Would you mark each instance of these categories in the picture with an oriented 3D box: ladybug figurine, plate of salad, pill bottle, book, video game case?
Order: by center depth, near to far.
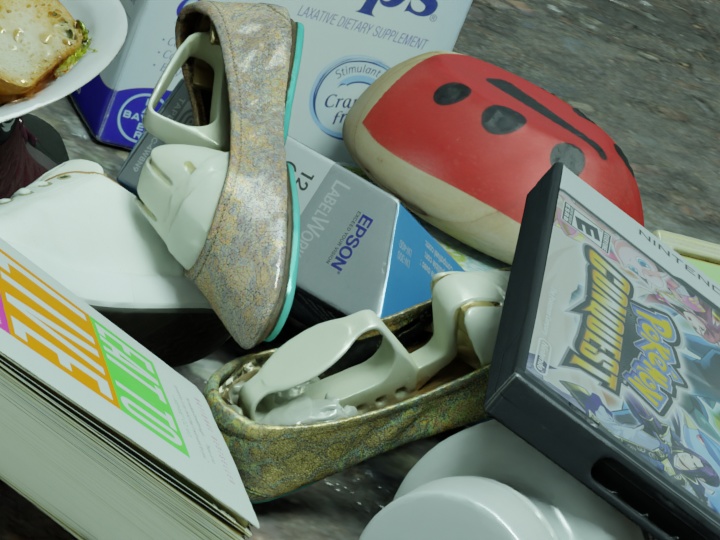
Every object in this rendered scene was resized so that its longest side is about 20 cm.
[{"bbox_3d":[-0.136,0.029,1.129,0.200,0.048,0.134,39,13,-26],"label":"book"},{"bbox_3d":[0.077,0.109,1.171,0.111,0.111,0.200,29,19,23],"label":"pill bottle"},{"bbox_3d":[0.135,0.055,1.178,0.181,0.026,0.200,37,25,-9],"label":"video game case"},{"bbox_3d":[-0.199,-0.106,1.252,0.199,0.048,0.200,-3,30,1],"label":"plate of salad"},{"bbox_3d":[0.077,-0.059,1.567,0.135,0.072,0.200,-3,30,-48],"label":"ladybug figurine"}]

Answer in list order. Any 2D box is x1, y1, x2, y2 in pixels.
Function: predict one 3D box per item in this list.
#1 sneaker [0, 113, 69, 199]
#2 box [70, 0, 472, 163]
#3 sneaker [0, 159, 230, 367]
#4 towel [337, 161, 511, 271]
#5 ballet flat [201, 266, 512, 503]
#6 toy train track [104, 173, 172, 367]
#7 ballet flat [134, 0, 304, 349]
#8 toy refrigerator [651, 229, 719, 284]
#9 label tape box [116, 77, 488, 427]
[{"bbox_3d":[-0.172,-0.076,1.414,0.075,0.116,0.200,23,18,5],"label":"sneaker"},{"bbox_3d":[-0.045,-0.158,1.654,0.183,0.201,0.105,13,20,-23],"label":"box"},{"bbox_3d":[-0.148,-0.007,1.260,0.200,0.073,0.085,8,51,-43],"label":"sneaker"},{"bbox_3d":[0.080,0.006,1.578,0.171,0.048,0.200,5,24,-33],"label":"towel"},{"bbox_3d":[0.023,0.036,1.238,0.199,0.071,0.071,-22,30,-9],"label":"ballet flat"},{"bbox_3d":[-0.149,0.013,1.311,0.199,0.033,0.115,-1,59,-36],"label":"toy train track"},{"bbox_3d":[-0.064,-0.046,1.285,0.067,0.068,0.200,16,39,-15],"label":"ballet flat"},{"bbox_3d":[0.215,0.042,1.517,0.199,0.070,0.076,14,56,-34],"label":"toy refrigerator"},{"bbox_3d":[0.000,0.000,1.387,0.200,0.066,0.143,29,-7,27],"label":"label tape box"}]
